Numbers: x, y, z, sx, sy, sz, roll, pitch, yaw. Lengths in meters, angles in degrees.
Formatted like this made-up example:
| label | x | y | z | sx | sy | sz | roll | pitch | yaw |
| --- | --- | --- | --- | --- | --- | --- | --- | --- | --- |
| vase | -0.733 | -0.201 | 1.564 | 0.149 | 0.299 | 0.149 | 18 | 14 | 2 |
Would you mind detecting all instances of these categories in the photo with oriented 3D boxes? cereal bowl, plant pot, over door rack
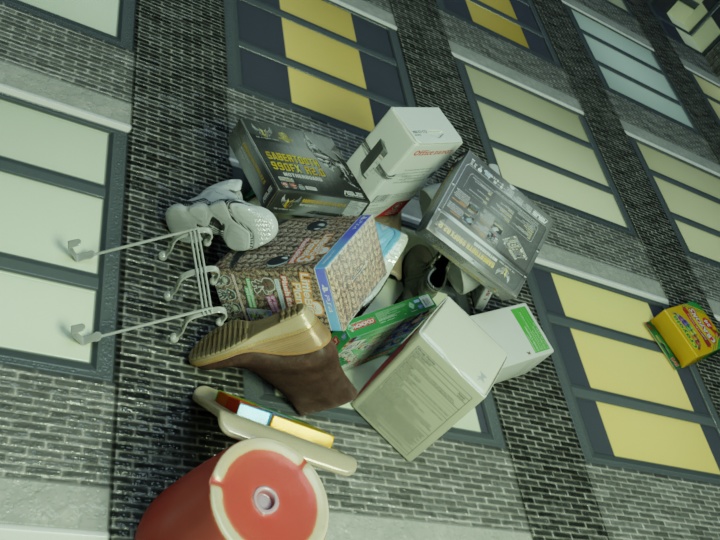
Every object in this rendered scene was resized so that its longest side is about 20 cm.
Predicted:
| label | x | y | z | sx | sy | sz | roll | pitch | yaw |
| --- | --- | --- | --- | --- | --- | --- | --- | --- | --- |
| cereal bowl | 0.179 | -0.066 | 1.462 | 0.082 | 0.201 | 0.203 | -22 | 62 | -3 |
| plant pot | -0.135 | 0.290 | 0.901 | 0.197 | 0.178 | 0.203 | 21 | 43 | -21 |
| over door rack | -0.287 | 0.023 | 1.099 | 0.195 | 0.067 | 0.150 | -7 | 56 | -15 |

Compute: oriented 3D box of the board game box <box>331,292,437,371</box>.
| label | x | y | z | sx | sy | sz | roll | pitch | yaw |
| --- | --- | --- | --- | --- | --- | --- | --- | --- | --- |
| board game box | 0.012 | 0.102 | 1.226 | 0.198 | 0.135 | 0.029 | -16 | 66 | -46 |

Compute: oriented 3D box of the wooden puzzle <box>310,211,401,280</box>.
| label | x | y | z | sx | sy | sz | roll | pitch | yaw |
| --- | --- | --- | --- | --- | --- | --- | --- | --- | --- |
| wooden puzzle | -0.010 | -0.084 | 1.454 | 0.197 | 0.046 | 0.188 | 28 | 41 | -23 |

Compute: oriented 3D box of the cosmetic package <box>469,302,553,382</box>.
| label | x | y | z | sx | sy | sz | roll | pitch | yaw |
| --- | --- | --- | --- | --- | --- | --- | --- | --- | --- |
| cosmetic package | 0.230 | 0.134 | 1.415 | 0.197 | 0.085 | 0.109 | -9 | 63 | -45 |

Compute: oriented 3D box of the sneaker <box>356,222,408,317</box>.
| label | x | y | z | sx | sy | sz | roll | pitch | yaw |
| --- | --- | --- | --- | --- | --- | --- | --- | --- | --- |
| sneaker | 0.000 | 0.000 | 1.340 | 0.089 | 0.079 | 0.202 | 33 | 55 | -3 |

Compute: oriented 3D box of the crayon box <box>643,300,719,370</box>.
| label | x | y | z | sx | sy | sz | roll | pitch | yaw |
| --- | --- | --- | --- | --- | --- | --- | --- | --- | --- |
| crayon box | 0.738 | 0.144 | 1.846 | 0.197 | 0.051 | 0.128 | -9 | 61 | -43 |

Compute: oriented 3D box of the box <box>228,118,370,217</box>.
| label | x | y | z | sx | sy | sz | roll | pitch | yaw |
| --- | --- | --- | --- | --- | --- | --- | --- | --- | --- |
| box | -0.096 | -0.158 | 1.309 | 0.197 | 0.048 | 0.160 | 5 | 46 | -45 |

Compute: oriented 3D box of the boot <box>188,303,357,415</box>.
| label | x | y | z | sx | sy | sz | roll | pitch | yaw |
| --- | --- | --- | --- | --- | --- | --- | --- | --- | --- |
| boot | -0.118 | 0.142 | 1.113 | 0.073 | 0.196 | 0.168 | -84 | 152 | -57 |

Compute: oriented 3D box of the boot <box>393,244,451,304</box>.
| label | x | y | z | sx | sy | sz | roll | pitch | yaw |
| --- | --- | --- | --- | --- | --- | --- | --- | --- | --- |
| boot | 0.122 | -0.002 | 1.413 | 0.067 | 0.131 | 0.202 | 30 | 40 | -10 |

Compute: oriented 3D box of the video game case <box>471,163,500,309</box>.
| label | x | y | z | sx | sy | sz | roll | pitch | yaw |
| --- | --- | --- | --- | --- | --- | --- | --- | --- | --- |
| video game case | 0.236 | -0.063 | 1.524 | 0.022 | 0.184 | 0.203 | 6 | 48 | -12 |

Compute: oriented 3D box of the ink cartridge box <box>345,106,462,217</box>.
| label | x | y | z | sx | sy | sz | roll | pitch | yaw |
| --- | --- | --- | --- | --- | --- | --- | --- | --- | --- |
| ink cartridge box | 0.060 | -0.184 | 1.407 | 0.143 | 0.200 | 0.085 | -13 | 64 | -49 |

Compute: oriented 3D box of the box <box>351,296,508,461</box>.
| label | x | y | z | sx | sy | sz | roll | pitch | yaw |
| --- | --- | --- | --- | --- | --- | --- | --- | --- | --- |
| box | 0.099 | 0.160 | 1.191 | 0.128 | 0.201 | 0.109 | 43 | 40 | 3 |

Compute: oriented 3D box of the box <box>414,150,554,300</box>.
| label | x | y | z | sx | sy | sz | roll | pitch | yaw |
| --- | --- | --- | --- | --- | --- | --- | --- | --- | --- |
| box | 0.208 | -0.073 | 1.351 | 0.198 | 0.048 | 0.160 | 35 | 73 | -13 |

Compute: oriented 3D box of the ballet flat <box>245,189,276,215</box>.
| label | x | y | z | sx | sy | sz | roll | pitch | yaw |
| --- | --- | --- | --- | --- | --- | --- | --- | --- | --- |
| ballet flat | -0.134 | -0.152 | 1.406 | 0.069 | 0.070 | 0.201 | 36 | 43 | -5 |

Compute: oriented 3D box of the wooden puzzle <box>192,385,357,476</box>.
| label | x | y | z | sx | sy | sz | roll | pitch | yaw |
| --- | --- | --- | --- | --- | --- | --- | --- | --- | --- |
| wooden puzzle | -0.110 | 0.192 | 1.028 | 0.182 | 0.199 | 0.038 | 24 | 85 | -20 |

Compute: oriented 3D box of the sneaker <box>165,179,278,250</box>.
| label | x | y | z | sx | sy | sz | roll | pitch | yaw |
| --- | --- | --- | --- | --- | --- | --- | --- | --- | --- |
| sneaker | -0.186 | -0.089 | 1.213 | 0.115 | 0.196 | 0.077 | -43 | 129 | -48 |

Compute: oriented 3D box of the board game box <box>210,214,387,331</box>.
| label | x | y | z | sx | sy | sz | roll | pitch | yaw |
| --- | --- | --- | --- | --- | --- | --- | --- | --- | --- |
| board game box | -0.086 | 0.002 | 1.178 | 0.160 | 0.196 | 0.099 | -51 | 132 | -51 |
